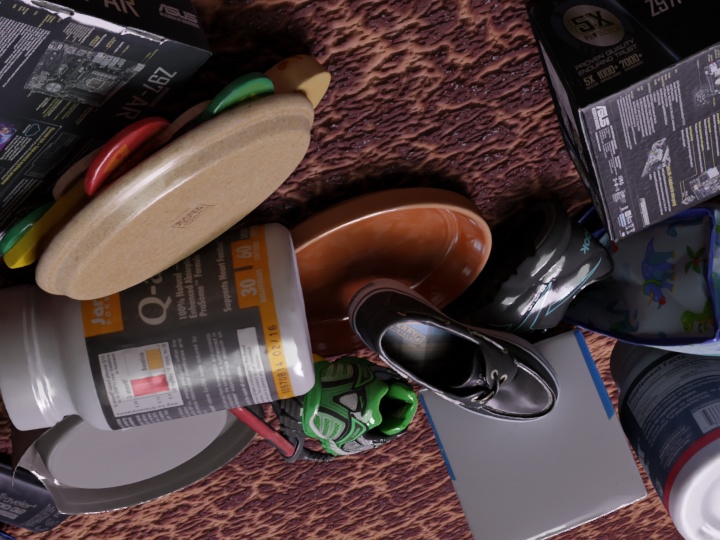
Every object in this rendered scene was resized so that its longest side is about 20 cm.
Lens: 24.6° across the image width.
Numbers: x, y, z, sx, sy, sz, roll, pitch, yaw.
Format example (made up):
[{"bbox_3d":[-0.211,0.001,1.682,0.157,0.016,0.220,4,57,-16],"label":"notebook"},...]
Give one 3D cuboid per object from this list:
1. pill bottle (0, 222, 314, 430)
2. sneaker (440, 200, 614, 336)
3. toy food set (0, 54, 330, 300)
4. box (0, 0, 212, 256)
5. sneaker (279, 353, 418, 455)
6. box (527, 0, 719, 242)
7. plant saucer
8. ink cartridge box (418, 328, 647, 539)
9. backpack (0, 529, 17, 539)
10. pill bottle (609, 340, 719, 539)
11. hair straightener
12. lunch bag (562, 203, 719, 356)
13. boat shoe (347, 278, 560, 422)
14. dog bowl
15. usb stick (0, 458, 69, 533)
[{"bbox_3d":[-0.135,0.041,1.085,0.198,0.117,0.117,-10,152,-1],"label":"pill bottle"},{"bbox_3d":[0.113,0.033,1.291,0.079,0.076,0.200,27,129,-26],"label":"sneaker"},{"bbox_3d":[-0.110,-0.051,0.964,0.200,0.049,0.198,-39,171,28],"label":"toy food set"},{"bbox_3d":[-0.203,-0.089,0.898,0.159,0.044,0.200,10,138,-46],"label":"box"},{"bbox_3d":[0.007,0.108,1.250,0.084,0.079,0.200,9,178,18],"label":"sneaker"},{"bbox_3d":[0.213,-0.126,1.096,0.163,0.087,0.200,-25,152,4],"label":"box"},{"bbox_3d":[0.000,0.000,1.218,0.199,0.033,0.201,-18,153,-9],"label":"plant saucer"},{"bbox_3d":[0.147,0.144,1.393,0.144,0.148,0.200,-23,174,5],"label":"ink cartridge box"},{"bbox_3d":[-0.352,0.283,1.319,0.181,0.148,0.200,-14,162,11],"label":"backpack"},{"bbox_3d":[0.285,0.129,1.394,0.118,0.200,0.120,-6,123,-10],"label":"pill bottle"},{"bbox_3d":[-0.049,0.099,1.247,0.077,0.041,0.200,-52,150,-9],"label":"hair straightener"},{"bbox_3d":[0.255,0.008,1.327,0.169,0.129,0.199,4,172,-40],"label":"lunch bag"},{"bbox_3d":[0.075,0.072,1.229,0.199,0.057,0.069,27,106,-29],"label":"boat shoe"},{"bbox_3d":[-0.175,0.112,1.254,0.199,0.059,0.201,-19,152,-10],"label":"dog bowl"},{"bbox_3d":[-0.292,0.169,1.296,0.055,0.033,0.200,-36,150,9],"label":"usb stick"}]
